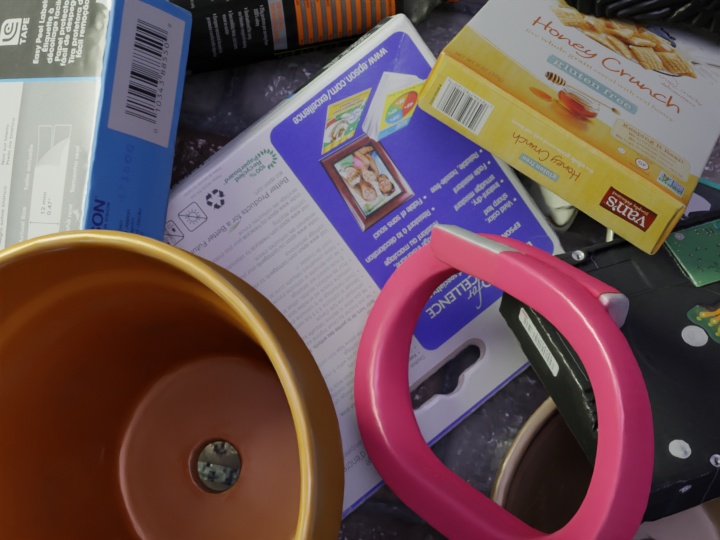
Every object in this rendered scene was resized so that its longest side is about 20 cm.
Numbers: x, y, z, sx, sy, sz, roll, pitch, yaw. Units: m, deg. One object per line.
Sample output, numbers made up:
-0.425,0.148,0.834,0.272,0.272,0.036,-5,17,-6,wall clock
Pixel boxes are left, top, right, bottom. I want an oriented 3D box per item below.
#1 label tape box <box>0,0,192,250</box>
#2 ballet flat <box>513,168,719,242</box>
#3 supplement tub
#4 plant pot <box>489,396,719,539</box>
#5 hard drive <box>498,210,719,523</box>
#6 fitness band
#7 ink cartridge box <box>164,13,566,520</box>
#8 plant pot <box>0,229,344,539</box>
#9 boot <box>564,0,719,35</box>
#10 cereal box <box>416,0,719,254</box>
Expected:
-0.190,-0.070,0.733,0.199,0.066,0.145,4,85,30,label tape box
0.142,-0.042,0.793,0.199,0.073,0.073,27,78,2,ballet flat
-0.038,-0.183,0.790,0.198,0.123,0.123,-12,78,-5,supplement tub
0.160,0.147,0.737,0.199,0.093,0.203,1,78,-2,plant pot
0.187,0.035,0.698,0.199,0.038,0.140,-16,53,-19,hard drive
0.064,0.060,0.671,0.037,0.200,0.145,1,108,-35,fitness band
0.000,0.000,0.768,0.198,0.043,0.200,-38,102,-4,ink cartridge box
-0.091,0.094,0.642,0.198,0.183,0.202,-2,83,14,plant pot
0.193,-0.212,0.811,0.209,0.080,0.159,8,44,-15,boot
0.129,-0.105,0.762,0.143,0.040,0.200,32,38,4,cereal box
